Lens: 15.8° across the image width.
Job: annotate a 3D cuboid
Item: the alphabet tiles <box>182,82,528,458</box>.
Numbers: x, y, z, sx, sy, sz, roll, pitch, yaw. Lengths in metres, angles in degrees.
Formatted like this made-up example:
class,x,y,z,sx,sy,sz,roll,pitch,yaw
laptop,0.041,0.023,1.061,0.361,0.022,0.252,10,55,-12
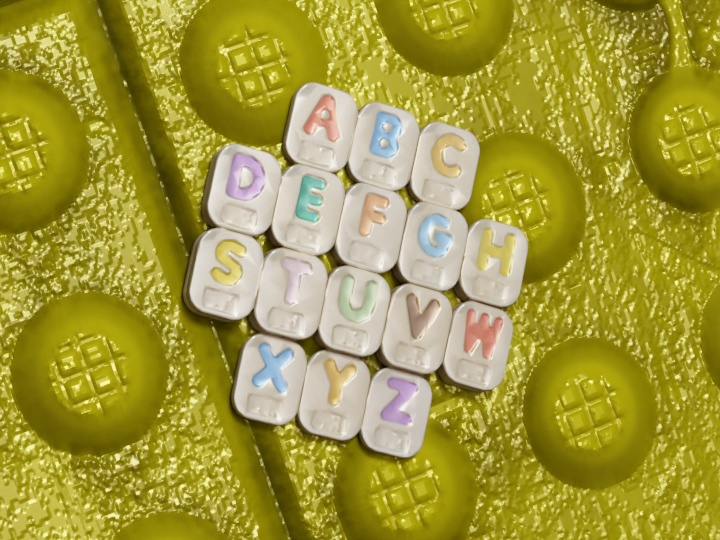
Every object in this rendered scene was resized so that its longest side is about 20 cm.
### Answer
class,x,y,z,sx,sy,sz,roll,pitch,yaw
alphabet tiles,0.000,0.000,1.481,0.199,0.015,0.197,16,79,-20
